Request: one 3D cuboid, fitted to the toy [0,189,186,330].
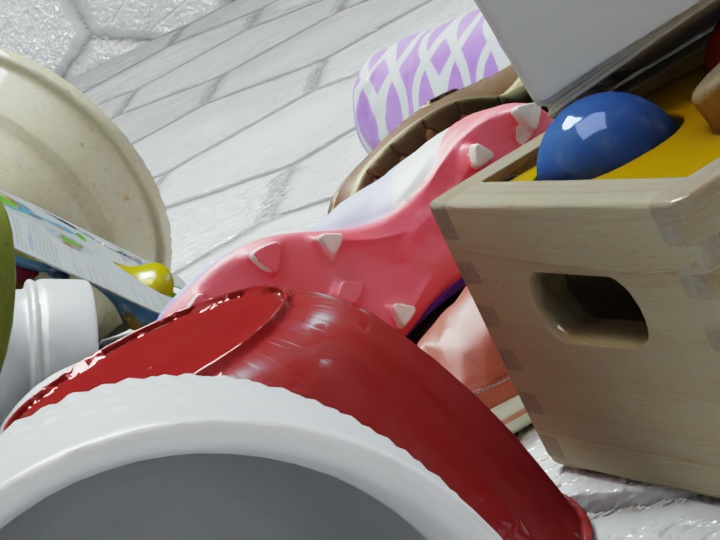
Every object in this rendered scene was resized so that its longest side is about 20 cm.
[{"bbox_3d":[-0.171,-0.008,1.081,0.047,0.200,0.115,-66,19,8],"label":"toy"}]

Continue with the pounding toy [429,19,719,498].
[{"bbox_3d":[0.146,-0.038,0.682,0.184,0.142,0.200,-31,13,-20],"label":"pounding toy"}]

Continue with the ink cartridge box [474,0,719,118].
[{"bbox_3d":[0.062,-0.162,0.782,0.084,0.200,0.144,-30,-3,20],"label":"ink cartridge box"}]

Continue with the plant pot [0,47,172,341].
[{"bbox_3d":[-0.229,0.012,1.187,0.200,0.201,0.184,-16,28,39],"label":"plant pot"}]

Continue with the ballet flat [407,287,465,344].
[{"bbox_3d":[-0.024,0.055,0.884,0.200,0.046,0.067,-28,32,-22],"label":"ballet flat"}]

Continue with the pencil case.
[{"bbox_3d":[0.086,-0.103,1.219,0.085,0.084,0.200,11,-14,-42],"label":"pencil case"}]

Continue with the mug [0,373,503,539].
[{"bbox_3d":[-0.054,0.117,0.503,0.200,0.147,0.175,-58,9,-2],"label":"mug"}]

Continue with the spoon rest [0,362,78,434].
[{"bbox_3d":[-0.073,0.049,0.958,0.200,0.061,0.099,-29,13,-8],"label":"spoon rest"}]

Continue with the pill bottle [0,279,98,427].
[{"bbox_3d":[-0.219,0.044,0.997,0.200,0.111,0.111,1,7,-13],"label":"pill bottle"}]

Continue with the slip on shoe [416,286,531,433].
[{"bbox_3d":[0.060,0.015,0.833,0.200,0.061,0.074,-31,15,-16],"label":"slip on shoe"}]

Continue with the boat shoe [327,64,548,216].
[{"bbox_3d":[0.048,-0.044,1.000,0.067,0.072,0.200,-17,12,43],"label":"boat shoe"}]

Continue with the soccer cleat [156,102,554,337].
[{"bbox_3d":[0.000,0.000,0.873,0.200,0.067,0.076,-34,1,-22],"label":"soccer cleat"}]

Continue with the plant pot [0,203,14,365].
[{"bbox_3d":[-0.240,0.005,0.854,0.200,0.188,0.187,6,-5,-30],"label":"plant pot"}]

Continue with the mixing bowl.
[{"bbox_3d":[-0.041,0.074,0.686,0.200,0.109,0.200,-24,13,6],"label":"mixing bowl"}]
